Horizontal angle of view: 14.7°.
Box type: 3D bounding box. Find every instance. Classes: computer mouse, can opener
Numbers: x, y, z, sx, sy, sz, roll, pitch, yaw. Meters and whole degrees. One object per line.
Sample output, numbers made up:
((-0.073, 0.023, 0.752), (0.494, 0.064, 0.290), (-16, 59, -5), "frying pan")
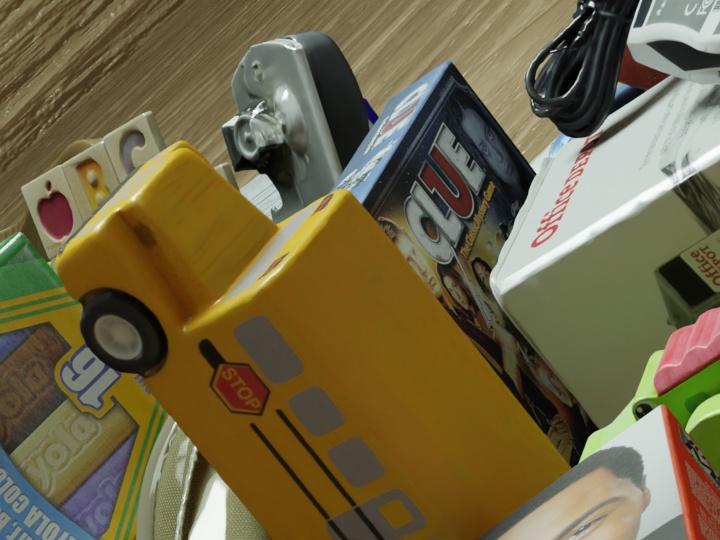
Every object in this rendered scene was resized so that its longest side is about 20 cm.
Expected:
((0.127, -0.095, 0.969), (0.110, 0.044, 0.200), (-61, 18, -5), "computer mouse")
((0.000, 0.000, 1.113), (0.067, 0.201, 0.053), (-16, -5, -38), "can opener")

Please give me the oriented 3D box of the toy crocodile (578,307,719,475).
((0.143, 0.021, 0.865), (0.200, 0.062, 0.068), (-31, 13, 32), "toy crocodile")

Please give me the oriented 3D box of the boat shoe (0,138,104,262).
((-0.135, 0.005, 1.298), (0.064, 0.072, 0.200), (-5, -22, -36), "boat shoe")

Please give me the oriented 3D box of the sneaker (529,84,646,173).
((0.085, -0.017, 1.176), (0.200, 0.074, 0.082), (-40, 9, -10), "sneaker")

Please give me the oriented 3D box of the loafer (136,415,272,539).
((-0.035, 0.116, 0.916), (0.067, 0.076, 0.201), (-21, 52, 48), "loafer")

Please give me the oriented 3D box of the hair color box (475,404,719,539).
((0.065, 0.116, 0.742), (0.101, 0.061, 0.200), (-37, 11, 10), "hair color box")

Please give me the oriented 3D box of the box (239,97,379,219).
((-0.052, 0.038, 1.302), (0.184, 0.105, 0.200), (-35, 12, 22), "box")

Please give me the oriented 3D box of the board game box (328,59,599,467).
((0.039, 0.018, 1.021), (0.035, 0.136, 0.200), (-32, 13, 27), "board game box")

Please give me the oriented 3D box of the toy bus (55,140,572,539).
((-0.003, 0.046, 0.872), (0.078, 0.200, 0.065), (-29, 14, 40), "toy bus")

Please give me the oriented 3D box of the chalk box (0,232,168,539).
((-0.181, 0.103, 1.098), (0.200, 0.124, 0.124), (-45, 10, -29), "chalk box")

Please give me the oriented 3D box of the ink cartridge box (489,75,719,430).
((0.158, -0.038, 0.994), (0.200, 0.083, 0.147), (-33, 12, 25), "ink cartridge box")

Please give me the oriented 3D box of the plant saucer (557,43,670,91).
((0.208, -0.130, 1.109), (0.199, 0.037, 0.199), (-10, -20, -44), "plant saucer")

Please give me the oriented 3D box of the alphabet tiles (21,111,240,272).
((-0.078, 0.043, 1.153), (0.006, 0.201, 0.166), (-19, -3, -41), "alphabet tiles")
